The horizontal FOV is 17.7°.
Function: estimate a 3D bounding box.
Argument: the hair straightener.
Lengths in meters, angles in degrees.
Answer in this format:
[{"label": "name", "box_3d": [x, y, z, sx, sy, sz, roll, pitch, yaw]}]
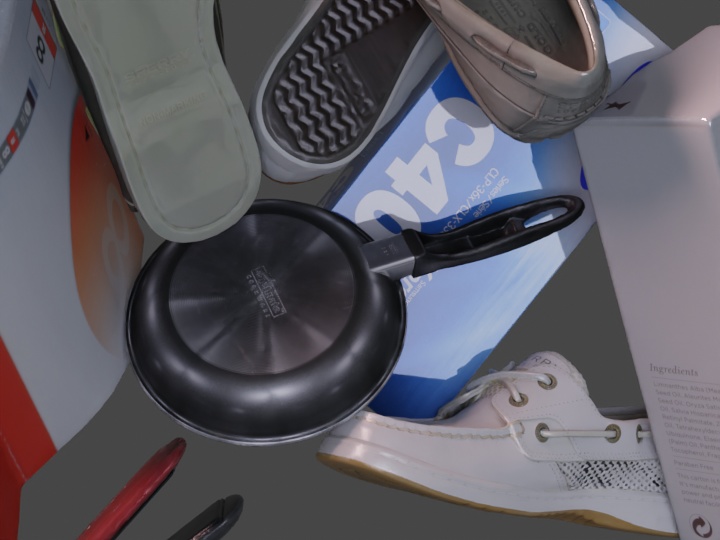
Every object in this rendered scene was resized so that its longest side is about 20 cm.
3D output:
[{"label": "hair straightener", "box_3d": [-0.119, 0.168, 0.996, 0.077, 0.041, 0.200, 43, 91, -8]}]

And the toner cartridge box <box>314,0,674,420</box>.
[{"label": "toner cartridge box", "box_3d": [0.048, -0.034, 0.991, 0.095, 0.043, 0.200, 38, 91, -10]}]

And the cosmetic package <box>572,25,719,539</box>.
[{"label": "cosmetic package", "box_3d": [0.165, 0.009, 0.953, 0.101, 0.071, 0.201, -35, 116, -38]}]

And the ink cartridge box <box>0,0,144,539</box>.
[{"label": "ink cartridge box", "box_3d": [-0.129, 0.002, 0.871, 0.050, 0.200, 0.163, -12, 134, 7]}]

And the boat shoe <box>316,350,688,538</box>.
[{"label": "boat shoe", "box_3d": [0.069, 0.067, 0.970, 0.199, 0.071, 0.070, 11, 90, -37]}]

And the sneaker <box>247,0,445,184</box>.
[{"label": "sneaker", "box_3d": [0.013, -0.120, 0.968, 0.073, 0.085, 0.200, 39, 74, -4]}]

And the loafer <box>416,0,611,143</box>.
[{"label": "loafer", "box_3d": [0.032, -0.142, 0.893, 0.070, 0.070, 0.200, -36, 83, -17]}]

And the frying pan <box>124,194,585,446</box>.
[{"label": "frying pan", "box_3d": [-0.001, 0.015, 0.925, 0.189, 0.031, 0.115, -2, 58, 2]}]

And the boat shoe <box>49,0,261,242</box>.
[{"label": "boat shoe", "box_3d": [-0.086, -0.106, 0.883, 0.072, 0.060, 0.202, -21, 127, -14]}]
